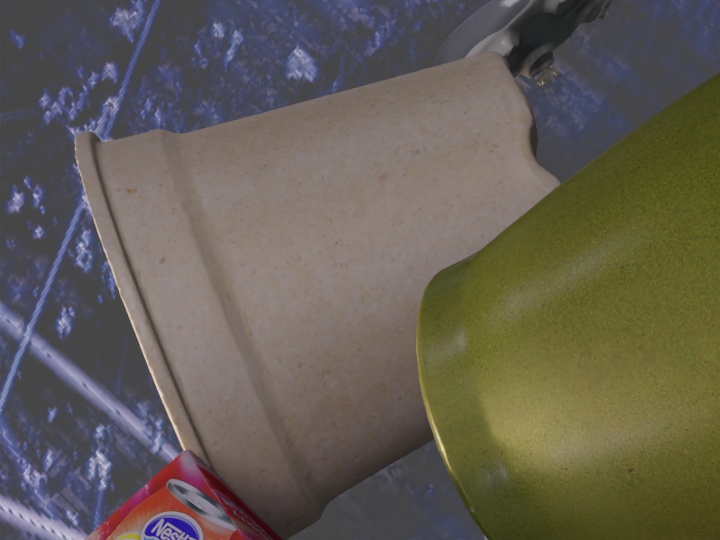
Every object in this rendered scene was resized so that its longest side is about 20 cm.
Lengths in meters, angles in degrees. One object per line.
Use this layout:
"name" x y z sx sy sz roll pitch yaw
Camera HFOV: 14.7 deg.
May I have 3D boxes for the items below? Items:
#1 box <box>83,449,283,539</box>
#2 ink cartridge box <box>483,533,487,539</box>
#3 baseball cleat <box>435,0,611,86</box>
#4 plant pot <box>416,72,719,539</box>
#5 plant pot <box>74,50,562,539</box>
"box" -0.031 0.179 1.111 0.095 0.200 0.100 -41 36 1
"ink cartridge box" 0.155 0.139 1.101 0.199 0.085 0.146 -20 36 13
"baseball cleat" 0.090 -0.170 1.257 0.200 0.070 0.106 -44 71 3
"plant pot" 0.132 0.027 1.041 0.192 0.200 0.202 -24 66 25
"plant pot" 0.000 0.000 1.190 0.182 0.201 0.201 -23 67 0
